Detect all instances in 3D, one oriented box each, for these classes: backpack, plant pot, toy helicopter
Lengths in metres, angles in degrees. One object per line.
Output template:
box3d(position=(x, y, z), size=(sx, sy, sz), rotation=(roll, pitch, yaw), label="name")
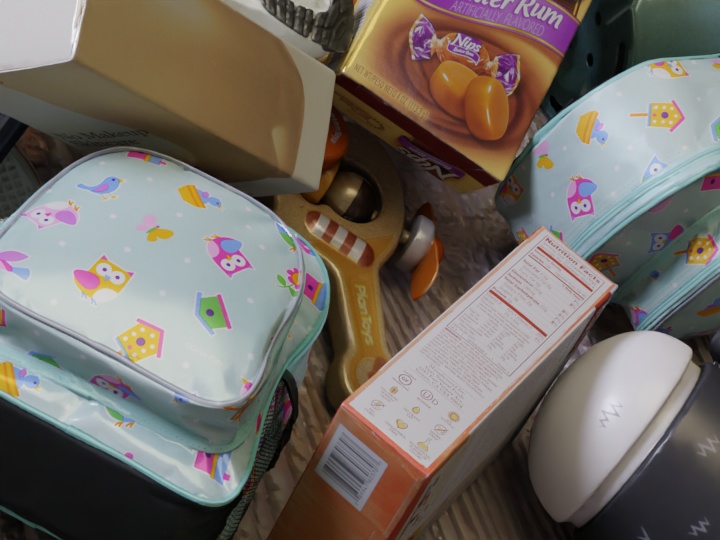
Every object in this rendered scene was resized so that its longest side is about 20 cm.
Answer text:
box3d(position=(0.191, -0.044, 1.071), size=(0.199, 0.176, 0.154), rotation=(-2, 60, -37), label="backpack")
box3d(position=(0.230, -0.172, 1.234), size=(0.194, 0.201, 0.201), rotation=(-7, 52, -23), label="plant pot")
box3d(position=(0.000, 0.000, 1.033), size=(0.131, 0.079, 0.201), rotation=(11, 55, -32), label="toy helicopter")
box3d(position=(-0.107, 0.030, 0.873), size=(0.175, 0.154, 0.200), rotation=(25, 34, 2), label="backpack")

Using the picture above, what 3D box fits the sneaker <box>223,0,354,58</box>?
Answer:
box3d(position=(-0.103, -0.151, 0.963), size=(0.199, 0.088, 0.077), rotation=(23, 53, -30), label="sneaker")

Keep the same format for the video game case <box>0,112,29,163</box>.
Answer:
box3d(position=(-0.287, -0.084, 0.919), size=(0.199, 0.019, 0.143), rotation=(35, 80, 7), label="video game case")

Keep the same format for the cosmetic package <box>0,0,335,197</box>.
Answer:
box3d(position=(-0.111, -0.100, 0.906), size=(0.199, 0.105, 0.072), rotation=(25, 69, -52), label="cosmetic package")

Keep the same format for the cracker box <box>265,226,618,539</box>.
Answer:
box3d(position=(0.041, 0.077, 0.917), size=(0.058, 0.134, 0.200), rotation=(39, 42, 13), label="cracker box")

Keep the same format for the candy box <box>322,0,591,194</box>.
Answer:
box3d(position=(0.069, -0.162, 1.043), size=(0.116, 0.056, 0.201), rotation=(32, 72, -18), label="candy box")

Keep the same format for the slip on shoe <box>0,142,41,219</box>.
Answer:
box3d(position=(-0.250, -0.090, 0.971), size=(0.199, 0.074, 0.061), rotation=(37, 18, 4), label="slip on shoe")

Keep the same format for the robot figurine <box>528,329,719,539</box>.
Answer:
box3d(position=(0.183, 0.122, 0.958), size=(0.200, 0.125, 0.150), rotation=(38, 41, 4), label="robot figurine")

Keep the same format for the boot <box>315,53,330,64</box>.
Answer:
box3d(position=(-0.113, -0.175, 1.083), size=(0.198, 0.066, 0.177), rotation=(0, 66, -4), label="boot")

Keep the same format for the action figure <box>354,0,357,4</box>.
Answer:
box3d(position=(0.016, -0.195, 1.122), size=(0.104, 0.194, 0.200), rotation=(23, 25, -52), label="action figure")
